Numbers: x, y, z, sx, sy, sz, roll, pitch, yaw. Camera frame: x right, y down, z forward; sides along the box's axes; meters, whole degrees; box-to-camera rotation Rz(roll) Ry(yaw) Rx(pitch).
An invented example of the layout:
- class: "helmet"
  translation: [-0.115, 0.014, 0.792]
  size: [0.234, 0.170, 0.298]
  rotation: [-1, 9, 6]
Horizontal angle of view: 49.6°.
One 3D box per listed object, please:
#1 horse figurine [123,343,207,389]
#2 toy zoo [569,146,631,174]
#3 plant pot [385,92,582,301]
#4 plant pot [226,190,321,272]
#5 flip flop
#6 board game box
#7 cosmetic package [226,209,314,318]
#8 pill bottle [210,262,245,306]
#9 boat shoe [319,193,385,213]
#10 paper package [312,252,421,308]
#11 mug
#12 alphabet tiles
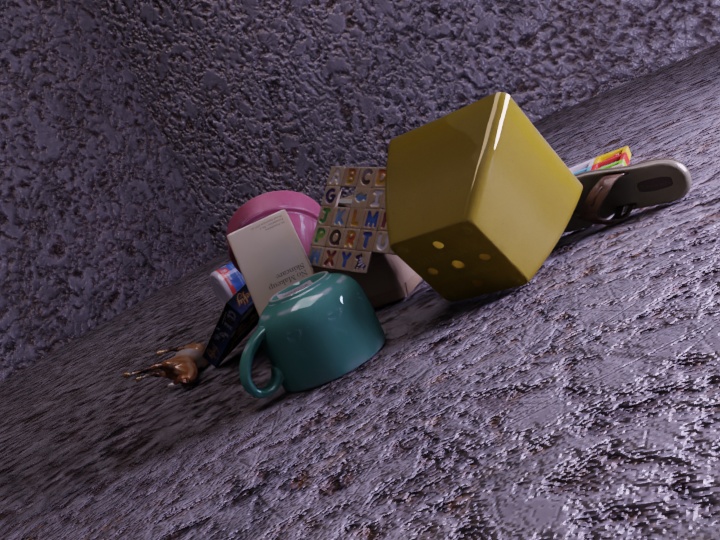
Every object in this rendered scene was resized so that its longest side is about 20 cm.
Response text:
- class: "horse figurine"
  translation: [-0.322, 0.166, 1.377]
  size: [0.132, 0.050, 0.200]
  rotation: [-10, 6, 13]
- class: "toy zoo"
  translation: [0.434, -0.187, 1.451]
  size: [0.131, 0.021, 0.200]
  rotation: [-21, 11, 28]
- class: "plant pot"
  translation: [0.147, -0.075, 1.026]
  size: [0.200, 0.200, 0.177]
  rotation: [-16, 44, 43]
- class: "plant pot"
  translation: [-0.143, -0.019, 1.467]
  size: [0.199, 0.200, 0.179]
  rotation: [-24, 47, 5]
- class: "flip flop"
  translation: [0.344, -0.096, 1.056]
  size: [0.200, 0.081, 0.058]
  rotation: [-12, 29, 35]
- class: "board game box"
  translation: [-0.192, 0.069, 1.309]
  size: [0.136, 0.035, 0.200]
  rotation: [-49, -4, -37]
- class: "cosmetic package"
  translation: [-0.116, 0.021, 1.177]
  size: [0.103, 0.200, 0.073]
  rotation: [-26, -24, -3]
- class: "pill bottle"
  translation: [-0.231, 0.011, 1.781]
  size: [0.200, 0.113, 0.112]
  rotation: [-30, 10, -23]
- class: "boat shoe"
  translation: [0.018, -0.100, 1.266]
  size: [0.200, 0.072, 0.076]
  rotation: [2, 39, 48]
- class: "paper package"
  translation: [0.000, 0.000, 1.308]
  size: [0.200, 0.104, 0.191]
  rotation: [-22, 10, 26]
- class: "mug"
  translation: [-0.065, 0.076, 1.009]
  size: [0.152, 0.115, 0.185]
  rotation: [-19, 11, 32]
- class: "alphabet tiles"
  translation: [0.006, -0.078, 1.187]
  size: [0.200, 0.168, 0.008]
  rotation: [8, -10, 43]
